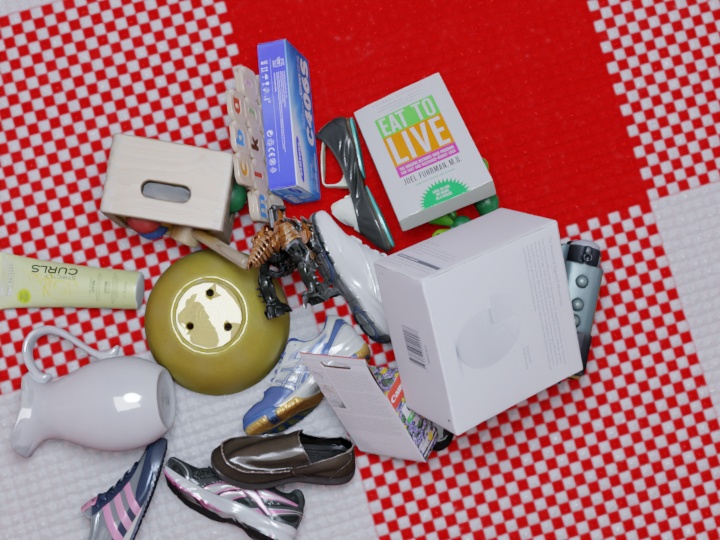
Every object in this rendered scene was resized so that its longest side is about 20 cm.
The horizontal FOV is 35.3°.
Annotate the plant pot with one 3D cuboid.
[{"bbox_3d":[-0.192,0.063,1.477,0.198,0.142,0.202,0,85,-2],"label":"plant pot"}]

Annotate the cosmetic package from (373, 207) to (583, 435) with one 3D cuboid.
[{"bbox_3d":[0.145,0.056,1.372,0.199,0.123,0.201,-22,111,-23],"label":"cosmetic package"}]

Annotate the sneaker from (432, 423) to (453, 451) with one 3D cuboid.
[{"bbox_3d":[0.098,0.140,1.509,0.069,0.090,0.202,1,84,-3],"label":"sneaker"}]

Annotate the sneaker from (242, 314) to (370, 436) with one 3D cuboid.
[{"bbox_3d":[-0.084,0.141,1.520,0.199,0.075,0.088,-36,70,-7],"label":"sneaker"}]

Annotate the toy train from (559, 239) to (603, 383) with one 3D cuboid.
[{"bbox_3d":[0.279,0.054,1.514,0.084,0.114,0.202,14,84,-2],"label":"toy train"}]

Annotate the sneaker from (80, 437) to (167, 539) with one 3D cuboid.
[{"bbox_3d":[-0.319,0.304,1.484,0.081,0.070,0.201,24,82,-3],"label":"sneaker"}]

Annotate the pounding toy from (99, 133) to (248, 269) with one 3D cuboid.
[{"bbox_3d":[-0.225,-0.080,1.468,0.198,0.184,0.144,10,85,-2],"label":"pounding toy"}]

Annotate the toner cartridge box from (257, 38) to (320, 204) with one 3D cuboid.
[{"bbox_3d":[-0.095,-0.198,1.519,0.043,0.095,0.202,-8,80,17],"label":"toner cartridge box"}]

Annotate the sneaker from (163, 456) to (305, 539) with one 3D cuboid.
[{"bbox_3d":[-0.163,0.292,1.501,0.199,0.080,0.087,28,64,-1],"label":"sneaker"}]

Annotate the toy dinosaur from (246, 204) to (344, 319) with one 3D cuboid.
[{"bbox_3d":[-0.100,-0.014,1.414,0.102,0.199,0.137,-16,91,39],"label":"toy dinosaur"}]

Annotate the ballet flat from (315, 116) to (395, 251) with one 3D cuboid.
[{"bbox_3d":[-0.013,-0.111,1.546,0.068,0.068,0.202,-19,75,5],"label":"ballet flat"}]

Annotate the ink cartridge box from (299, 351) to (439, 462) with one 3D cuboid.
[{"bbox_3d":[0.013,0.159,1.443,0.051,0.108,0.201,-57,134,-34],"label":"ink cartridge box"}]

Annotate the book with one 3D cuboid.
[{"bbox_3d":[0.083,-0.157,1.515,0.133,0.048,0.201,-22,56,0],"label":"book"}]

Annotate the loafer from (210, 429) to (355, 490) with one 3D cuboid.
[{"bbox_3d":[-0.097,0.235,1.478,0.198,0.072,0.073,2,41,-21],"label":"loafer"}]

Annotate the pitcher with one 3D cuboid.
[{"bbox_3d":[-0.349,0.151,1.478,0.198,0.121,0.173,-6,81,8],"label":"pitcher"}]

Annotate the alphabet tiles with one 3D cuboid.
[{"bbox_3d":[-0.131,-0.159,1.480,0.014,0.195,0.202,-8,85,16],"label":"alphabet tiles"}]

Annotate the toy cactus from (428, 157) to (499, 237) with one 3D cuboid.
[{"bbox_3d":[0.151,-0.046,1.542,0.164,0.102,0.202,20,81,-20],"label":"toy cactus"}]

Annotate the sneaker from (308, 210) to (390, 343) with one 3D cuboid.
[{"bbox_3d":[0.000,0.000,1.538,0.087,0.074,0.201,-36,92,-20],"label":"sneaker"}]

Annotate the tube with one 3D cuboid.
[{"bbox_3d":[-0.392,0.021,1.520,0.198,0.052,0.058,5,44,3],"label":"tube"}]
